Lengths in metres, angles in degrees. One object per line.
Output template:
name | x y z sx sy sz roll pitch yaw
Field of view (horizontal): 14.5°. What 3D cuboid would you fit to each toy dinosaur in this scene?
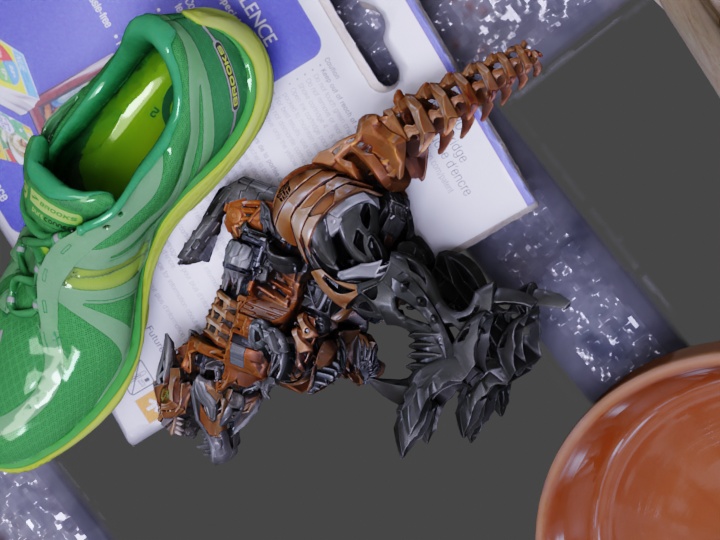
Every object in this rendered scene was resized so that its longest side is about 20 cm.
toy dinosaur | 0.000 0.000 1.089 0.136 0.102 0.200 43 127 16

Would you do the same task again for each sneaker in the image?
sneaker | -0.111 -0.017 1.096 0.074 0.083 0.200 33 99 32

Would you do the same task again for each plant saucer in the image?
plant saucer | 0.169 0.118 1.127 0.200 0.032 0.201 9 117 18

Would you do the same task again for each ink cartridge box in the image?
ink cartridge box | -0.059 -0.062 1.151 0.200 0.047 0.198 -30 93 10

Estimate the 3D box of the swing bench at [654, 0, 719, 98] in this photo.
swing bench | 0.221 -0.116 1.041 0.199 0.130 0.200 -42 52 15
